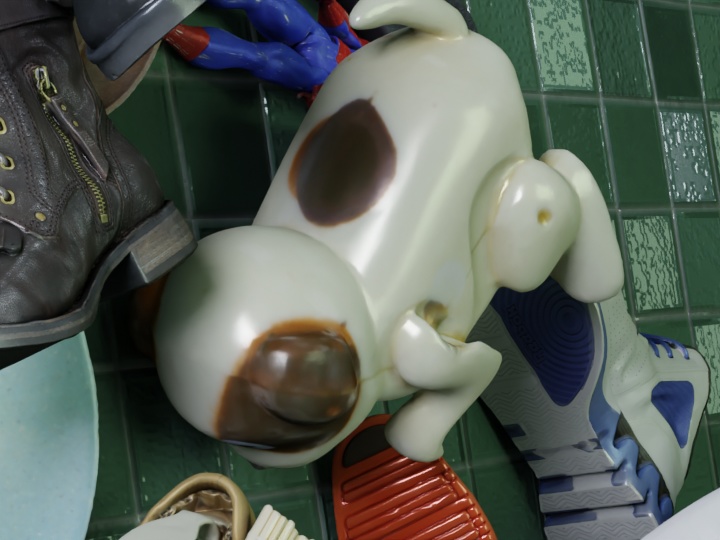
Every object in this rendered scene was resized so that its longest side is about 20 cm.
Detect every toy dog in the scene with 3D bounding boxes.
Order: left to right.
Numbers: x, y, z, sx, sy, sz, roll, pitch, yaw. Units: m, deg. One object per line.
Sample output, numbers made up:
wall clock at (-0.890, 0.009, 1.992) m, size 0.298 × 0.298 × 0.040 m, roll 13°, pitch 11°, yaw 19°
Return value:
toy dog at (0.000, 0.000, 1.063) m, size 0.200 × 0.139 × 0.195 m, roll -44°, pitch 149°, yaw -28°

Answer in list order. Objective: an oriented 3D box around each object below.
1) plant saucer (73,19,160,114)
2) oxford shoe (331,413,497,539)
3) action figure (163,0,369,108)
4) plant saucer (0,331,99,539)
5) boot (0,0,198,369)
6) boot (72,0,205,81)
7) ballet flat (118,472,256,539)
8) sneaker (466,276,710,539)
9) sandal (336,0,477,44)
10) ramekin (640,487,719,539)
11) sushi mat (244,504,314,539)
plant saucer at (-0.150, -0.150, 1.001) m, size 0.200 × 0.034 × 0.202 m, roll 19°, pitch 66°, yaw -49°
oxford shoe at (0.042, 0.152, 1.171) m, size 0.073 × 0.071 × 0.201 m, roll -78°, pitch 145°, yaw -75°
action figure at (-0.026, -0.099, 1.149) m, size 0.200 × 0.051 × 0.066 m, roll 27°, pitch 55°, yaw -50°
plant saucer at (-0.174, 0.050, 0.907) m, size 0.200 × 0.038 × 0.203 m, roll 22°, pitch 63°, yaw -50°
boot at (-0.145, -0.056, 0.899) m, size 0.175 × 0.069 × 0.200 m, roll 65°, pitch 26°, yaw -7°
boot at (-0.129, -0.171, 0.893) m, size 0.200 × 0.066 × 0.165 m, roll 48°, pitch 13°, yaw -15°
ballet flat at (-0.102, 0.143, 0.909) m, size 0.200 × 0.068 × 0.063 m, roll -48°, pitch 145°, yaw -43°
sneaker at (0.121, 0.053, 1.292) m, size 0.115 × 0.080 × 0.201 m, roll -52°, pitch 129°, yaw -51°
sandal at (-0.003, -0.150, 1.206) m, size 0.076 × 0.043 × 0.201 m, roll -62°, pitch 139°, yaw -33°
ramekin at (0.190, 0.178, 1.241) m, size 0.200 × 0.200 × 0.098 m, roll 4°, pitch 47°, yaw -54°
sushi mat at (-0.041, 0.188, 0.900) m, size 0.095 × 0.012 × 0.201 m, roll 38°, pitch 57°, yaw -13°
